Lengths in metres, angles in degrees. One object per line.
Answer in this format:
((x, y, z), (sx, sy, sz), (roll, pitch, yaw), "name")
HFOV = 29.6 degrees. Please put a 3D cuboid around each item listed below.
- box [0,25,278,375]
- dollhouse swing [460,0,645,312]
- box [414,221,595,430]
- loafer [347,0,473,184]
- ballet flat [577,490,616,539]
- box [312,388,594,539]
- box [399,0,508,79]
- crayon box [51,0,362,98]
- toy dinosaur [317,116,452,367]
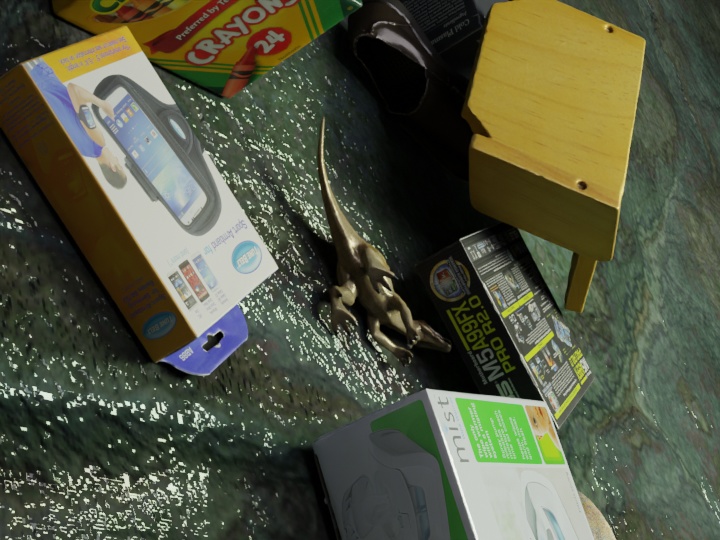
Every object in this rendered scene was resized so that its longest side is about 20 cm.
((-0.122, -0.039, 0.794), (0.201, 0.041, 0.119), (56, 27, -6), "box")
((0.152, -0.094, 1.168), (0.180, 0.176, 0.201), (21, 53, -6), "dollhouse swing")
((0.122, 0.045, 1.102), (0.161, 0.044, 0.200), (63, 19, 2), "box")
((0.053, -0.142, 1.171), (0.200, 0.073, 0.072), (45, 36, -12), "loafer")
((0.165, 0.253, 0.991), (0.067, 0.068, 0.202), (10, 54, -48), "ballet flat")
((0.074, 0.188, 0.862), (0.176, 0.096, 0.202), (16, 52, -57), "box")
((0.104, -0.240, 1.301), (0.199, 0.104, 0.184), (24, 45, -49), "box")
((-0.108, -0.189, 0.866), (0.199, 0.126, 0.051), (20, 47, -51), "crayon box")
((0.000, 0.000, 0.972), (0.201, 0.058, 0.101), (59, 11, -22), "toy dinosaur")
